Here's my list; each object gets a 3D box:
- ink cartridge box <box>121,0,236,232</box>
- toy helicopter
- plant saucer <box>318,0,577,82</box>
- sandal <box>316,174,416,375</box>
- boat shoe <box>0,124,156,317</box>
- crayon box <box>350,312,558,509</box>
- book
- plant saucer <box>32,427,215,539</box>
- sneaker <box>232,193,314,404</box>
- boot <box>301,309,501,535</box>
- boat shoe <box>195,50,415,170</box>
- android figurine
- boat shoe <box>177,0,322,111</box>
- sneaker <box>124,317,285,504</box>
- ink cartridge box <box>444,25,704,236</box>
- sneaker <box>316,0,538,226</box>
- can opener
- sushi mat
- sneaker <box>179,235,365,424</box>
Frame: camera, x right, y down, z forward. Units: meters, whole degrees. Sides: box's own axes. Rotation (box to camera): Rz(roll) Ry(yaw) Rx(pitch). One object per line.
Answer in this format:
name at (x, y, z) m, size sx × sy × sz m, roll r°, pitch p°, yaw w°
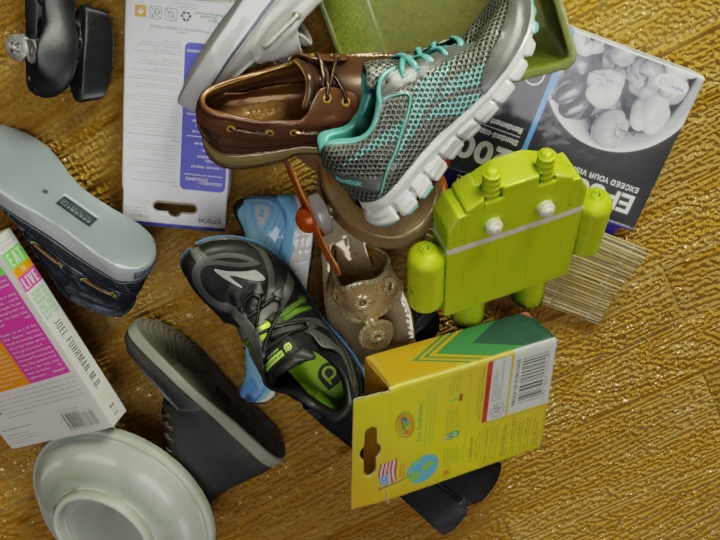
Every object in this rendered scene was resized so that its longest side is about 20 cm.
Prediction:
ink cartridge box at (-0.155, -0.136, 0.796) m, size 0.094 × 0.037 × 0.202 m, roll 5°, pitch 108°, yaw -4°
toy helicopter at (-0.028, -0.086, 0.766) m, size 0.199 × 0.079 × 0.132 m, roll 35°, pitch 72°, yaw 15°
plant saucer at (0.057, -0.239, 0.723) m, size 0.199 × 0.048 × 0.201 m, roll -8°, pitch 114°, yaw 34°
sandal at (-0.006, 0.001, 0.795) m, size 0.077 × 0.070 × 0.213 m, roll -11°, pitch 89°, yaw 11°
boat shoe at (-0.274, -0.038, 0.813) m, size 0.200 × 0.071 × 0.091 m, roll 38°, pitch 136°, yaw 3°
crayon box at (0.072, 0.122, 0.811) m, size 0.199 × 0.051 × 0.128 m, roll -13°, pitch 124°, yaw -23°
book at (-0.318, 0.068, 0.841) m, size 0.133 × 0.048 × 0.201 m, roll -14°, pitch 114°, yaw 26°
plant saucer at (-0.241, 0.245, 0.899) m, size 0.198 × 0.050 × 0.202 m, roll 8°, pitch 120°, yaw 14°
sneaker at (-0.093, 0.023, 0.840) m, size 0.089 × 0.078 × 0.202 m, roll 8°, pitch 104°, yaw -3°
boot at (0.068, 0.143, 0.892) m, size 0.165 × 0.066 × 0.200 m, roll -41°, pitch 106°, yaw 15°
boat shoe at (-0.030, -0.131, 0.709) m, size 0.198 × 0.068 × 0.073 m, roll -13°, pitch 68°, yaw -1°
android figurine at (0.121, -0.025, 0.761) m, size 0.181 × 0.041 × 0.201 m, roll -17°, pitch 145°, yaw -11°
boat shoe at (-0.067, -0.195, 0.725) m, size 0.066 × 0.072 × 0.200 m, roll 36°, pitch 105°, yaw -20°
sneaker at (-0.174, 0.143, 0.880) m, size 0.106 × 0.075 × 0.200 m, roll -37°, pitch 108°, yaw 12°
ink cartridge box at (0.167, -0.111, 0.811) m, size 0.197 × 0.043 × 0.201 m, roll 17°, pitch 111°, yaw -8°
sneaker at (0.045, -0.130, 0.663) m, size 0.091 × 0.078 × 0.200 m, roll 35°, pitch 96°, yaw -23°
can opener at (-0.249, -0.238, 0.750) m, size 0.063 × 0.078 × 0.202 m, roll 15°, pitch 112°, yaw 35°
sushi mat at (0.155, -0.016, 0.843) m, size 0.199 × 0.012 × 0.096 m, roll 20°, pitch 127°, yaw -12°
sneaker at (-0.066, 0.048, 0.763) m, size 0.071 × 0.083 × 0.200 m, roll -40°, pitch 102°, yaw 8°
